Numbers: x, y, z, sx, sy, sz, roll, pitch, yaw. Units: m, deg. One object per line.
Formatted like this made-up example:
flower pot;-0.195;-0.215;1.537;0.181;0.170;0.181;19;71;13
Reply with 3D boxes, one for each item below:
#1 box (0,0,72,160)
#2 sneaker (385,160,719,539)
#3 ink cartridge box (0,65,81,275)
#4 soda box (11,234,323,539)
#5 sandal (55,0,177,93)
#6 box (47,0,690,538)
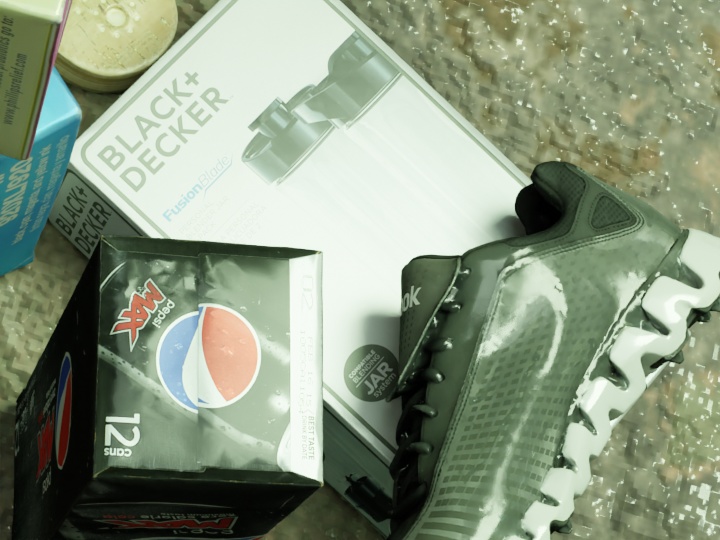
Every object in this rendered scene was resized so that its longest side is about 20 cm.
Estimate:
box;-0.159;-0.150;0.638;0.199;0.097;0.176;16;67;-8
sneaker;0.037;0.042;0.743;0.090;0.066;0.200;38;64;1
ink cartridge box;-0.214;-0.038;0.717;0.200;0.145;0.147;-30;83;-21
soda box;-0.063;0.051;0.702;0.063;0.200;0.071;4;73;-13
sandal;-0.145;-0.151;0.810;0.212;0.070;0.078;40;68;-1
box;0.000;0.000;0.810;0.200;0.060;0.117;44;68;1
